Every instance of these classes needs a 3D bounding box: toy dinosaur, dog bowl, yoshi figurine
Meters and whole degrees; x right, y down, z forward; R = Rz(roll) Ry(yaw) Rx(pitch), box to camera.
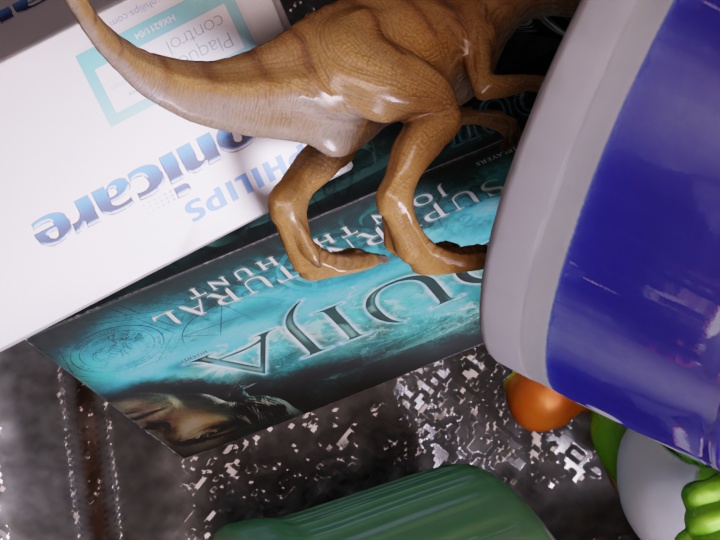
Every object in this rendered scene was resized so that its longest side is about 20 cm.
[{"bbox_3d":[-0.007,-0.049,0.691,0.200,0.060,0.106,-17,106,-36],"label":"toy dinosaur"},{"bbox_3d":[0.116,-0.046,0.714,0.079,0.200,0.200,28,98,16],"label":"dog bowl"},{"bbox_3d":[0.116,0.105,0.851,0.112,0.112,0.200,-40,74,24],"label":"yoshi figurine"}]

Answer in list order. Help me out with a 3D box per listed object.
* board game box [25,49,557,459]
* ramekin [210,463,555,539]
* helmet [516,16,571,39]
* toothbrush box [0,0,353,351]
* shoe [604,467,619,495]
[{"bbox_3d":[0.000,0.000,0.854,0.200,0.028,0.135,-22,152,12],"label":"board game box"},{"bbox_3d":[0.030,0.166,0.891,0.098,0.200,0.200,-22,108,-15],"label":"ramekin"},{"bbox_3d":[0.042,-0.179,0.804,0.200,0.191,0.200,-27,138,-27],"label":"helmet"},{"bbox_3d":[-0.106,-0.067,0.787,0.146,0.200,0.085,-27,120,-4],"label":"toothbrush box"},{"bbox_3d":[0.180,0.084,0.919,0.070,0.200,0.053,-45,144,-38],"label":"shoe"}]
